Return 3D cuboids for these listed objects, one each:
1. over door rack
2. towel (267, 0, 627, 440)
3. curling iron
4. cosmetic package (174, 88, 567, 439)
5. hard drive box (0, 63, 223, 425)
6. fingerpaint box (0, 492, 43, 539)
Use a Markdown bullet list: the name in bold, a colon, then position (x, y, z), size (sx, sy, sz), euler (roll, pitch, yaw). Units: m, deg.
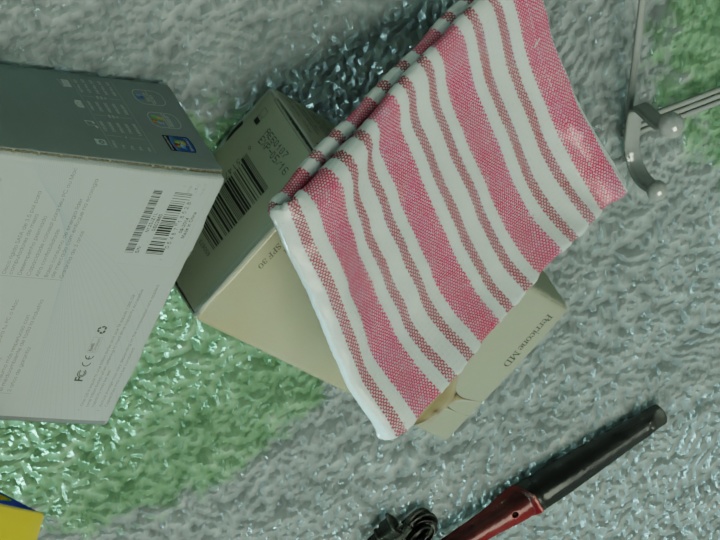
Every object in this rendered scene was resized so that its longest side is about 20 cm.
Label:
- **over door rack**: position (0.204, -0.132, 1.527), size (0.147, 0.067, 0.201), euler (-22, 137, -14)
- **towel**: position (0.045, -0.035, 1.459), size (0.200, 0.030, 0.147), euler (-47, 126, -29)
- **curling iron**: position (0.090, 0.129, 1.726), size (0.199, 0.026, 0.050), euler (-25, 140, -10)
- **cosmetic package**: position (0.000, 0.000, 1.519), size (0.200, 0.073, 0.104), euler (27, 111, -43)
- **hard drive box**: position (-0.187, -0.014, 1.387), size (0.199, 0.077, 0.156), euler (6, 125, -36)
- **fingerpaint box**: position (-0.273, 0.102, 1.367), size (0.199, 0.166, 0.074), euler (17, 92, -40)
